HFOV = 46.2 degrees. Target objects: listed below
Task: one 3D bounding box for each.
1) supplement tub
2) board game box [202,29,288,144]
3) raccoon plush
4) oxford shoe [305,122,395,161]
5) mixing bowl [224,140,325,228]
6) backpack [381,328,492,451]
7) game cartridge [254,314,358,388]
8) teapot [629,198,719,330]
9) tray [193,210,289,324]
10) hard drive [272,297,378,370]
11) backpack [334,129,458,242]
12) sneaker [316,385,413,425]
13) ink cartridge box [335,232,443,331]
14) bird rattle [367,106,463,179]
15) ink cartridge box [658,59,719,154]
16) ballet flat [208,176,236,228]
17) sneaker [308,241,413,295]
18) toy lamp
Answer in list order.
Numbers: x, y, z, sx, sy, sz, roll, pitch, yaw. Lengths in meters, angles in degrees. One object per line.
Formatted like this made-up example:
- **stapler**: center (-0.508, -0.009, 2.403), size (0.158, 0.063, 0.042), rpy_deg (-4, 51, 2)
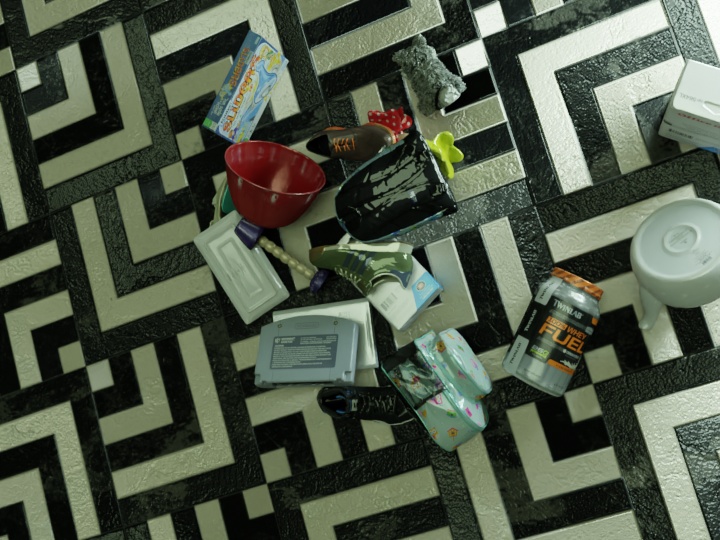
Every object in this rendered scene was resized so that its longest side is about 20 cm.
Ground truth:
- **supplement tub**: center (0.341, 0.106, 1.481), size (0.121, 0.122, 0.203), rpy_deg (25, 92, 15)
- **board game box**: center (-0.224, -0.350, 1.653), size (0.034, 0.135, 0.203), rpy_deg (28, 94, 18)
- **raccoon plush**: center (0.131, -0.368, 1.540), size (0.096, 0.200, 0.135), rpy_deg (-36, 99, -8)
- **oxford shoe**: center (-0.019, -0.234, 1.585), size (0.197, 0.072, 0.073), rpy_deg (3, 109, 43)
- **mixing bowl**: center (-0.173, -0.152, 1.615), size (0.197, 0.200, 0.110), rpy_deg (27, 121, 14)
- **backpack**: center (0.150, 0.209, 1.497), size (0.152, 0.175, 0.203), rpy_deg (-30, 83, 14)
- **game cartridge**: center (-0.099, 0.151, 1.583), size (0.195, 0.042, 0.136), rpy_deg (-4, 58, 19)
- **teapot**: center (0.563, -0.014, 1.426), size (0.197, 0.146, 0.201), rpy_deg (-6, 53, 37)
- **tray**: center (-0.234, -0.005, 1.654), size (0.106, 0.022, 0.202), rpy_deg (-32, 95, 2)
- **hard drive**: center (-0.069, 0.133, 1.634), size (0.195, 0.025, 0.135), rpy_deg (-9, 84, 13)
- **backpack**: center (0.050, -0.130, 1.502), size (0.198, 0.154, 0.165), rpy_deg (-31, 95, -2)
- **sneaker**: center (0.014, 0.252, 1.560), size (0.195, 0.112, 0.075), rpy_deg (1, 87, 14)
- **ink cartridge box**: center (0.047, 0.003, 1.593), size (0.116, 0.067, 0.200), rpy_deg (-45, 77, 7)
- **bird rattle**: center (0.083, -0.210, 1.587), size (0.197, 0.112, 0.166), rpy_deg (25, 108, 18)
- **ink cartridge box**: center (0.587, -0.264, 1.405), size (0.143, 0.200, 0.086), rpy_deg (22, 91, 14)
- **ballet flat**: center (-0.275, -0.110, 1.690), size (0.068, 0.069, 0.205), rpy_deg (9, 89, 15)
- **sneaker**: center (0.000, 0.000, 1.534), size (0.195, 0.067, 0.092), rpy_deg (-3, 80, 12)
- **toy lamp**: center (-0.155, -0.032, 1.628), size (0.199, 0.058, 0.059), rpy_deg (37, 95, -4)
